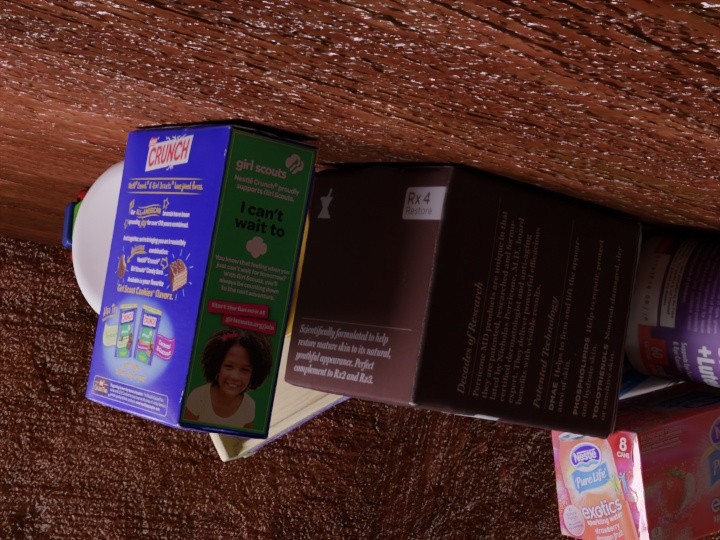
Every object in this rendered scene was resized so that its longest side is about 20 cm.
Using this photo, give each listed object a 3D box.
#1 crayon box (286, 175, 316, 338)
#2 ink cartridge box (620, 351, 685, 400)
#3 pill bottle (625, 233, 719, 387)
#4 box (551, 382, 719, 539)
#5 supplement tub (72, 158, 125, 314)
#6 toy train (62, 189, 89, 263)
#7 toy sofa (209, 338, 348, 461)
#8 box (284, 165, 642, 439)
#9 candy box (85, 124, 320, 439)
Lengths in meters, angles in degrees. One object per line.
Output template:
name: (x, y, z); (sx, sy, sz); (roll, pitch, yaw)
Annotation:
crayon box: (0.000, 0.000, 1.209); (0.198, 0.129, 0.051); (12, 151, -36)
ink cartridge box: (0.210, 0.054, 1.279); (0.084, 0.147, 0.199); (-38, 152, 23)
pill bottle: (0.306, 0.037, 1.112); (0.198, 0.113, 0.111); (7, 176, 33)
box: (0.258, 0.148, 1.173); (0.198, 0.096, 0.102); (-10, -173, -33)
supplement tub: (-0.135, -0.013, 1.287); (0.143, 0.147, 0.199); (7, 176, 33)
toy train: (-0.224, -0.043, 1.670); (0.198, 0.086, 0.115); (12, 163, -27)
toy sofa: (-0.045, 0.086, 1.312); (0.199, 0.084, 0.097); (-31, 170, 18)
box: (0.077, 0.024, 1.106); (0.198, 0.167, 0.165); (12, 175, -36)
candy box: (-0.116, 0.004, 1.044); (0.076, 0.203, 0.168); (10, 178, -32)
